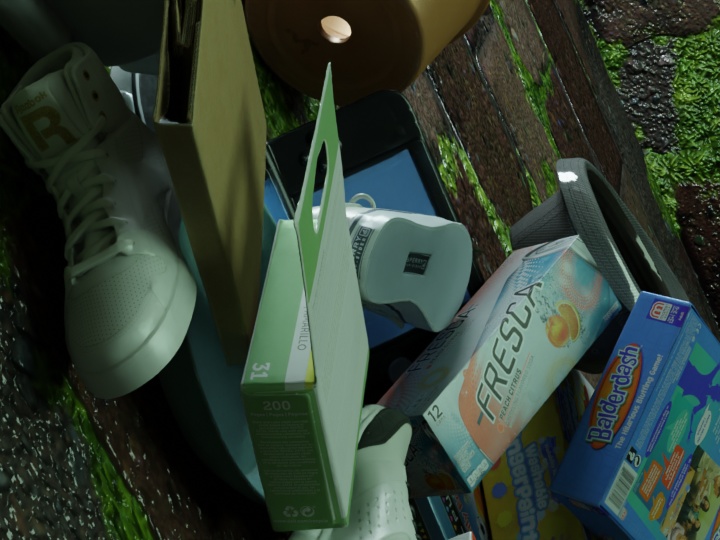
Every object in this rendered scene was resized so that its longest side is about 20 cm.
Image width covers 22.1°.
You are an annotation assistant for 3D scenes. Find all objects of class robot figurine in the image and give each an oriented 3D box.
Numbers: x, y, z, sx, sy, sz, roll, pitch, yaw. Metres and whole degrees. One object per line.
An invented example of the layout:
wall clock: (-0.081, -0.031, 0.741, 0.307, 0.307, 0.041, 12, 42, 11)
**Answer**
robot figurine: (-0.143, -0.189, 0.980, 0.200, 0.112, 0.171, 54, 53, -42)

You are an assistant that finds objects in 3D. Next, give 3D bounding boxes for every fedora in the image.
fedora: (0.174, 0.015, 1.364, 0.200, 0.090, 0.178, 45, 22, -41)

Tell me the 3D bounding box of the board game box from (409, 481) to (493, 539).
board game box: (0.059, 0.161, 1.303, 0.152, 0.047, 0.200, 67, 17, -5)

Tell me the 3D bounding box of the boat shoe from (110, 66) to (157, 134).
boat shoe: (-0.101, -0.117, 1.097, 0.072, 0.067, 0.201, 54, 24, -39)

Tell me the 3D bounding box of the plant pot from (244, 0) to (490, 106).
plant pot: (0.000, -0.217, 1.359, 0.201, 0.198, 0.141, 57, 36, -33)

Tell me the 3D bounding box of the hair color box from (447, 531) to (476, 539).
hair color box: (0.025, 0.245, 0.987, 0.064, 0.110, 0.201, 58, 20, -33)

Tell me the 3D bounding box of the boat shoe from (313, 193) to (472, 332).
boat shoe: (0.004, -0.008, 1.151, 0.202, 0.085, 0.075, 9, 98, -68)

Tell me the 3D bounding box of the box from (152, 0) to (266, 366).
box: (-0.072, -0.074, 0.933, 0.201, 0.021, 0.165, 82, 7, -55)

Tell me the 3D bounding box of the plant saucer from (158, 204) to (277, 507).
plant saucer: (-0.073, 0.040, 1.033, 0.200, 0.036, 0.202, -15, 90, -73)

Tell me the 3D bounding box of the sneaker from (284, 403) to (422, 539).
sneaker: (0.004, 0.152, 1.028, 0.201, 0.079, 0.074, -65, 167, -53)

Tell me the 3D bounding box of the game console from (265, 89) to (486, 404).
game console: (0.000, 0.000, 1.208, 0.202, 0.175, 0.116, 67, -11, -7)

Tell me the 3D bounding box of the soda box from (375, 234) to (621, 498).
soda box: (0.087, 0.062, 1.210, 0.200, 0.068, 0.064, -46, 111, -36)

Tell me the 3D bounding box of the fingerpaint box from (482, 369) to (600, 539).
fingerpaint box: (0.151, 0.167, 1.365, 0.167, 0.073, 0.201, 47, 25, -45)

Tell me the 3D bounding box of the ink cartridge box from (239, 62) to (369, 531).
ink cartridge box: (-0.032, 0.015, 0.968, 0.146, 0.047, 0.201, -81, 165, -52)

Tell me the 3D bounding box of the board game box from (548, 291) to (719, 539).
board game box: (0.217, 0.130, 1.275, 0.200, 0.045, 0.153, 46, 66, -46)

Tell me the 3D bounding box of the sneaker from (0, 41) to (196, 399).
sneaker: (-0.138, -0.033, 0.899, 0.116, 0.073, 0.201, 54, 13, -32)
